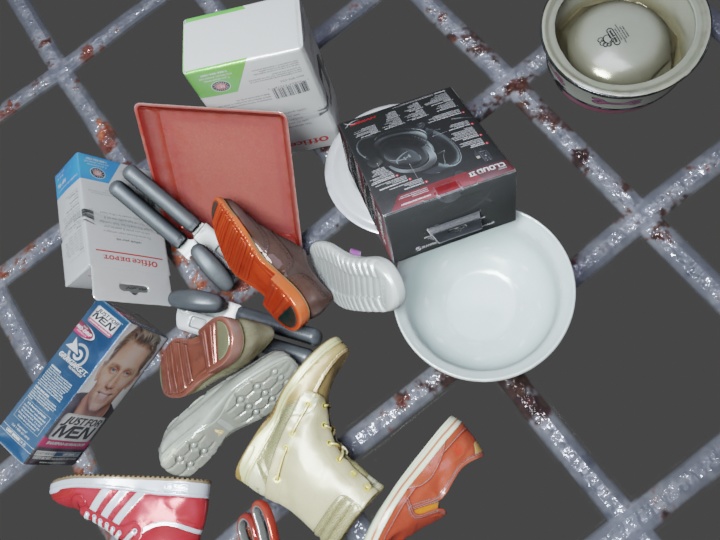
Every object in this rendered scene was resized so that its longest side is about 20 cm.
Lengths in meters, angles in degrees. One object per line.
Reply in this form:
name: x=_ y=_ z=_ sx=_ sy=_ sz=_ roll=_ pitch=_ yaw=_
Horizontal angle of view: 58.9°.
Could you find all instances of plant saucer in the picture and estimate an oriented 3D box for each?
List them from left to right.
plant saucer: x=-0.171 y=-0.119 z=0.816 sx=0.198 sy=0.201 sz=0.037 roll=7 pitch=37 yaw=14

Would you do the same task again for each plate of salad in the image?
plate of salad: x=0.053 y=-0.129 z=0.829 sx=0.198 sy=0.048 sz=0.202 roll=-2 pitch=65 yaw=4

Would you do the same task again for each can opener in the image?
can opener: x=-0.231 y=-0.056 z=0.819 sx=0.200 sy=0.066 sz=0.053 roll=42 pitch=84 yaw=-10
can opener: x=-0.148 y=0.068 z=0.796 sx=0.198 sy=0.067 sz=0.054 roll=15 pitch=77 yaw=15

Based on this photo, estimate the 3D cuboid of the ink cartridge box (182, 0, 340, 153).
ink cartridge box: x=-0.117 y=-0.235 z=0.814 sx=0.144 sy=0.200 sz=0.085 roll=-10 pitch=68 yaw=8

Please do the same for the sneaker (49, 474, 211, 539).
sneaker: x=-0.278 y=0.300 z=0.748 sx=0.198 sy=0.071 sz=0.114 roll=-1 pitch=70 yaw=8

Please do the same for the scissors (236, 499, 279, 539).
scissors: x=-0.099 y=0.360 z=0.705 sx=0.073 sy=0.014 sz=0.202 roll=-34 pitch=64 yaw=39

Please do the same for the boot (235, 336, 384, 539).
boot: x=-0.031 y=0.194 z=0.731 sx=0.155 sy=0.073 sz=0.201 roll=31 pitch=83 yaw=19

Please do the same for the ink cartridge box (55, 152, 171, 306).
ink cartridge box: x=-0.320 y=-0.039 z=0.830 sx=0.068 sy=0.116 sz=0.202 roll=-29 pitch=66 yaw=34

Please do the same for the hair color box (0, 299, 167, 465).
hair color box: x=-0.342 y=0.141 z=0.794 sx=0.060 sy=0.100 sz=0.201 roll=32 pitch=82 yaw=18

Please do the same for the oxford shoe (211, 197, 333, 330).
oxford shoe: x=-0.114 y=-0.017 z=0.798 sx=0.072 sy=0.071 sz=0.200 roll=-29 pitch=75 yaw=-38

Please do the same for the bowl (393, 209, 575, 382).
bowl: x=0.141 y=0.034 z=0.738 sx=0.199 sy=0.090 sz=0.203 roll=-3 pitch=72 yaw=10

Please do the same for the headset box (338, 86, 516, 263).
headset box: x=0.074 y=-0.107 z=0.718 sx=0.148 sy=0.078 sz=0.201 roll=-20 pitch=48 yaw=-4

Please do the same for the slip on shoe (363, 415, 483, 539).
slip on shoe: x=0.063 y=0.255 z=0.698 sx=0.061 sy=0.074 sz=0.200 roll=37 pitch=78 yaw=16

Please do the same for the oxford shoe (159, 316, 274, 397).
oxford shoe: x=-0.178 y=0.109 z=0.766 sx=0.199 sy=0.073 sz=0.071 roll=-25 pitch=70 yaw=43

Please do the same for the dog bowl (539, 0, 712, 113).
dog bowl: x=0.328 y=-0.290 z=0.810 sx=0.198 sy=0.074 sz=0.202 roll=-3 pitch=73 yaw=10

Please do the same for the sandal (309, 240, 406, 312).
sandal: x=0.001 y=0.007 z=0.751 sx=0.049 sy=0.202 sz=0.083 roll=-21 pitch=111 yaw=-25

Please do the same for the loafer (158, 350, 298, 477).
loafer: x=-0.162 y=0.161 z=0.767 sx=0.199 sy=0.070 sz=0.070 roll=-38 pitch=37 yaw=-1
